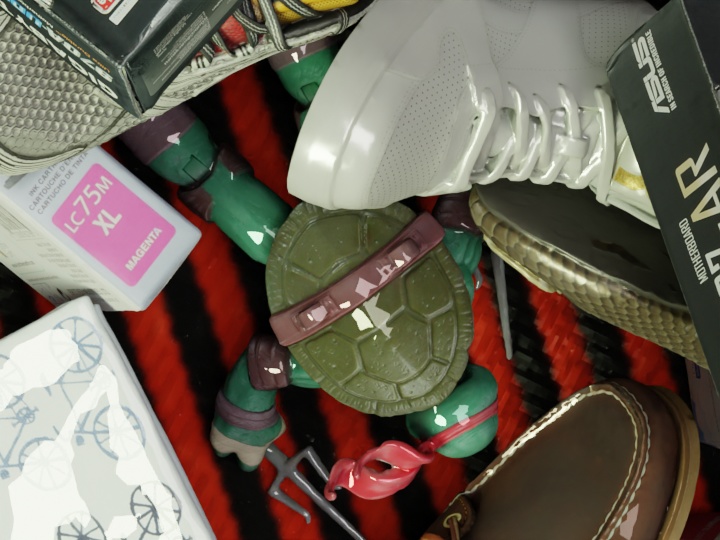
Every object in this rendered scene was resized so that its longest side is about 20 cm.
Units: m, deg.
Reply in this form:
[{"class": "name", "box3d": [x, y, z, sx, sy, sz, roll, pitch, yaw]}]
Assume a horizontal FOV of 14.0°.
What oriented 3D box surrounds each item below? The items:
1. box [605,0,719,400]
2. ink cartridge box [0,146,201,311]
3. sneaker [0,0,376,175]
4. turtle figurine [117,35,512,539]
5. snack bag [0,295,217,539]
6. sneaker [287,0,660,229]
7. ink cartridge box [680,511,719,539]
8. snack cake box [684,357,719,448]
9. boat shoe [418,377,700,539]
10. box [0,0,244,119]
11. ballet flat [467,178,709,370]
[{"class": "box", "box3d": [0.188, -0.006, 0.957, 0.199, 0.044, 0.161, 1, 61, -37]}, {"class": "ink cartridge box", "box3d": [-0.151, -0.060, 0.973, 0.200, 0.119, 0.042, 38, 78, -13]}, {"class": "sneaker", "box3d": [-0.047, -0.097, 0.902, 0.200, 0.082, 0.078, -37, 116, -17]}, {"class": "turtle figurine", "box3d": [0.000, 0.000, 1.030, 0.149, 0.101, 0.200, -34, 96, -9]}, {"class": "snack bag", "box3d": [-0.134, 0.128, 0.999, 0.199, 0.021, 0.189, -23, 99, 17]}, {"class": "sneaker", "box3d": [0.065, -0.052, 0.968, 0.115, 0.200, 0.074, 31, 123, 15]}, {"class": "ink cartridge box", "box3d": [0.194, 0.157, 1.043, 0.199, 0.086, 0.148, -10, 95, 24]}, {"class": "snack cake box", "box3d": [0.219, -0.007, 1.095, 0.199, 0.067, 0.116, -11, 95, -13]}, {"class": "boat shoe", "box3d": [0.041, 0.120, 1.025, 0.070, 0.070, 0.200, 18, 111, -42]}, {"class": "box", "box3d": [-0.061, -0.171, 0.869, 0.159, 0.046, 0.200, 38, 81, 13]}, {"class": "ballet flat", "box3d": [0.125, 0.020, 1.018, 0.199, 0.067, 0.046, 23, 124, -9]}]
